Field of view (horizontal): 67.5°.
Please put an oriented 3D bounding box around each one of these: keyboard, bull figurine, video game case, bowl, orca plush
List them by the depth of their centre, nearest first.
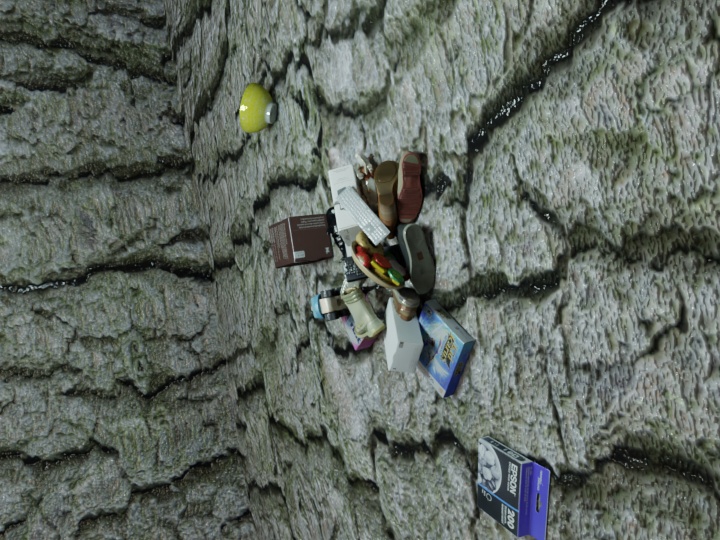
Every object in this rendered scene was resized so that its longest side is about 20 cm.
[{"bbox_3d":[0.218,0.217,1.502,0.181,0.045,0.203,47,135,42],"label":"video game case"},{"bbox_3d":[0.006,-0.161,1.557,0.201,0.056,0.011,51,178,22],"label":"keyboard"},{"bbox_3d":[0.046,0.001,1.632,0.196,0.021,0.130,-14,83,17],"label":"keyboard"},{"bbox_3d":[0.025,-0.270,1.652,0.121,0.064,0.204,-41,-63,-78],"label":"bull figurine"},{"bbox_3d":[-0.094,-0.126,1.896,0.105,0.070,0.205,-9,90,58],"label":"orca plush"},{"bbox_3d":[-0.406,-0.658,2.216,0.106,0.201,0.204,15,119,8],"label":"bowl"}]

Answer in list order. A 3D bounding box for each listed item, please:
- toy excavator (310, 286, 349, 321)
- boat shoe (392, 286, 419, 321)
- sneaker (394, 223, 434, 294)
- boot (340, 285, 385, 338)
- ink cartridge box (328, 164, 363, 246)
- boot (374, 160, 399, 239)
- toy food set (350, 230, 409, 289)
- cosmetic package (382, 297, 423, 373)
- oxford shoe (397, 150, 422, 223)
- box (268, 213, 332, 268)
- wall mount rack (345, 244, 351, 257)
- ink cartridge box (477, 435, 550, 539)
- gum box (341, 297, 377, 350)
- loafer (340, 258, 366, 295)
[{"bbox_3d":[-0.126,0.120,1.845,0.197,0.193,0.102,-13,88,33],"label":"toy excavator"},{"bbox_3d":[0.121,0.090,1.521,0.200,0.074,0.073,-81,1,-79],"label":"boat shoe"},{"bbox_3d":[0.155,-0.039,1.535,0.106,0.073,0.204,-143,41,-74],"label":"sneaker"},{"bbox_3d":[-0.004,0.126,1.643,0.156,0.072,0.200,57,164,-3],"label":"boot"},{"bbox_3d":[-0.031,-0.197,1.662,0.146,0.082,0.204,57,-158,-69],"label":"ink cartridge box"},{"bbox_3d":[0.087,-0.208,1.592,0.156,0.075,0.203,77,-172,-55],"label":"boot"},{"bbox_3d":[0.056,-0.023,1.518,0.197,0.200,0.049,38,111,-4],"label":"toy food set"},{"bbox_3d":[0.118,0.183,1.548,0.202,0.079,0.114,-98,18,-54],"label":"cosmetic package"},{"bbox_3d":[0.137,-0.237,1.520,0.075,0.069,0.204,-104,17,-65],"label":"oxford shoe"},{"bbox_3d":[-0.228,-0.109,2.028,0.199,0.163,0.168,-12,87,58],"label":"box"},{"bbox_3d":[0.013,-0.059,1.746,0.173,0.073,0.205,-9,91,61],"label":"wall mount rack"},{"bbox_3d":[0.373,0.544,1.336,0.199,0.043,0.203,16,111,55],"label":"ink cartridge box"},{"bbox_3d":[-0.011,0.151,1.834,0.202,0.065,0.114,63,145,27],"label":"gum box"},{"bbox_3d":[0.000,0.000,1.689,0.071,0.063,0.203,29,96,15],"label":"loafer"}]
